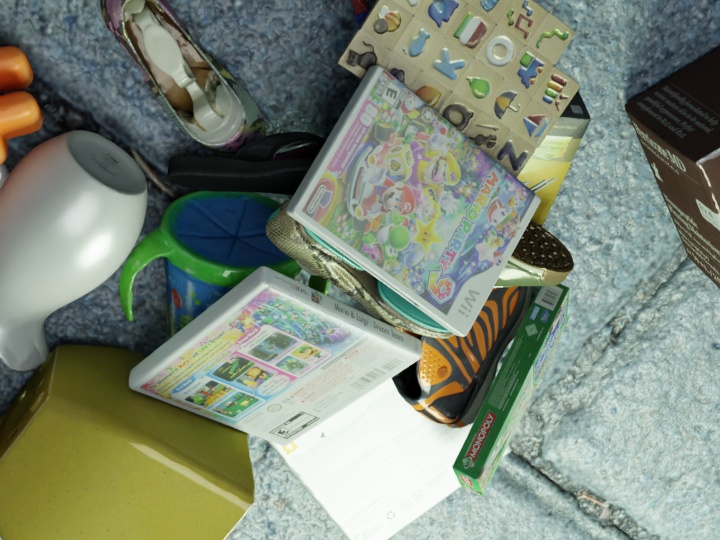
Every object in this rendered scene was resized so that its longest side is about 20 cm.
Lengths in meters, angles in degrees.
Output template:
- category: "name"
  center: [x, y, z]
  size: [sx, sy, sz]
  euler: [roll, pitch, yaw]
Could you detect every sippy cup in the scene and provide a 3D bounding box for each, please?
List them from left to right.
- category: "sippy cup"
  center: [-0.122, 0.015, 1.161]
  size: [0.176, 0.140, 0.131]
  euler: [16, 122, 3]

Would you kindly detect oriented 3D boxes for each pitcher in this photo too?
- category: "pitcher"
  center: [-0.292, -0.037, 1.101]
  size: [0.171, 0.121, 0.200]
  euler: [37, 113, -11]

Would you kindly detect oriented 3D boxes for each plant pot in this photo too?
- category: "plant pot"
  center: [-0.237, 0.184, 1.175]
  size: [0.199, 0.196, 0.195]
  euler: [35, 102, -20]

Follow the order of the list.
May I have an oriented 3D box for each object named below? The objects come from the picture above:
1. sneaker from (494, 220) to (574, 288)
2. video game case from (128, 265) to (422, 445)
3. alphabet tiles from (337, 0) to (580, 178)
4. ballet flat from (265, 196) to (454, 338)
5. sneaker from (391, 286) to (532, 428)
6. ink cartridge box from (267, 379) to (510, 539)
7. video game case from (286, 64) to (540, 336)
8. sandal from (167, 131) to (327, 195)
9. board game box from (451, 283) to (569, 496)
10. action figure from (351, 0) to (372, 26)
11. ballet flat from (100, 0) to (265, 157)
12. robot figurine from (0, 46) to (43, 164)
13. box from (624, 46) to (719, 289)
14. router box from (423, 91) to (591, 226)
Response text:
- category: "sneaker"
  center: [0.091, -0.015, 1.173]
  size: [0.199, 0.067, 0.090]
  euler: [18, 131, -22]
- category: "video game case"
  center: [-0.076, 0.083, 1.129]
  size: [0.181, 0.024, 0.200]
  euler: [26, 134, -33]
- category: "alphabet tiles"
  center: [0.086, -0.166, 1.073]
  size: [0.199, 0.006, 0.167]
  euler: [29, 101, -24]
- category: "ballet flat"
  center: [0.000, 0.000, 1.104]
  size: [0.199, 0.068, 0.075]
  euler: [34, 147, -26]
- category: "sneaker"
  center: [0.092, 0.043, 1.212]
  size: [0.112, 0.077, 0.202]
  euler: [28, 74, -37]
- category: "ink cartridge box"
  center: [0.026, 0.168, 1.307]
  size: [0.196, 0.043, 0.201]
  euler: [-35, 116, 2]
- category: "video game case"
  center: [0.050, -0.056, 1.069]
  size: [0.199, 0.018, 0.144]
  euler: [35, 78, -26]
- category: "sandal"
  center: [-0.076, -0.097, 1.116]
  size: [0.199, 0.075, 0.048]
  euler: [4, 79, 15]
- category: "board game box"
  center: [0.149, 0.117, 1.238]
  size: [0.029, 0.135, 0.201]
  euler: [25, 78, 13]
- category: "action figure"
  center: [0.034, -0.195, 1.141]
  size: [0.065, 0.052, 0.201]
  euler: [-21, 123, 2]
- category: "ballet flat"
  center: [-0.150, -0.164, 1.093]
  size: [0.069, 0.071, 0.200]
  euler: [-36, 119, 3]
- category: "robot figurine"
  center: [-0.364, -0.129, 1.031]
  size: [0.198, 0.117, 0.145]
  euler: [-15, 124, -9]
- category: "box"
  center: [0.385, -0.094, 1.213]
  size: [0.163, 0.166, 0.201]
  euler: [-30, 118, 2]
- category: "router box"
  center: [0.091, -0.102, 1.166]
  size: [0.198, 0.053, 0.158]
  euler: [1, 137, -16]
